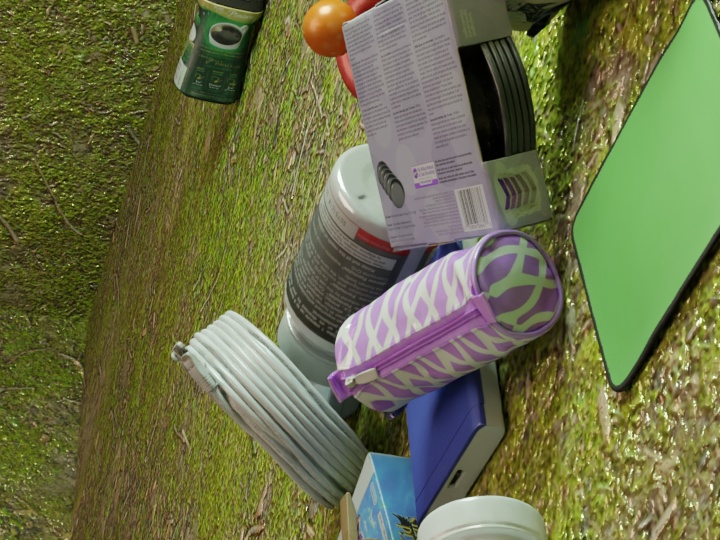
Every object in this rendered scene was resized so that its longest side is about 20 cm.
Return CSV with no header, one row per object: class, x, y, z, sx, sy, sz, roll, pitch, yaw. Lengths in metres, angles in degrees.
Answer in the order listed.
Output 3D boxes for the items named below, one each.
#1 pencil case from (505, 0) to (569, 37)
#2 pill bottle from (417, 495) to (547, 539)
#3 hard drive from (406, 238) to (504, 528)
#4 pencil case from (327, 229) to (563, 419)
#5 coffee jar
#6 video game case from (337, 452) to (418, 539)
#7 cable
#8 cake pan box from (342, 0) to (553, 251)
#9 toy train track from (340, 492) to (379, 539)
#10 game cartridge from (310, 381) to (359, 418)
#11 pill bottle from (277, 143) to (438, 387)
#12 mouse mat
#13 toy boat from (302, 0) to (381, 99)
pencil case,0.140,-0.221,1.050,0.090,0.077,0.200,-65,12,-15
pill bottle,0.079,0.236,0.894,0.112,0.111,0.201,117,158,-45
hard drive,0.067,0.081,1.203,0.201,0.025,0.132,-94,21,-44
pencil case,0.055,0.039,1.094,0.200,0.085,0.084,-35,80,50
coffee jar,-0.212,-0.359,2.359,0.086,0.103,0.201,-108,33,-55
video game case,0.014,0.276,1.224,0.200,0.045,0.182,-107,31,-60
cable,-0.073,0.124,1.378,0.069,0.200,0.200,-45,-4,-7
cake pan box,0.059,-0.114,1.136,0.200,0.052,0.186,-10,95,68
toy train track,-0.005,0.240,1.186,0.200,0.032,0.116,122,148,-63
game cartridge,-0.019,0.048,1.520,0.133,0.040,0.202,147,132,-74
pill bottle,0.000,0.000,1.333,0.114,0.113,0.201,-95,23,-45
mouse mat,0.179,-0.046,0.928,0.162,0.007,0.201,-96,24,-47
toy boat,0.010,-0.213,1.405,0.200,0.130,0.132,-147,67,-73
